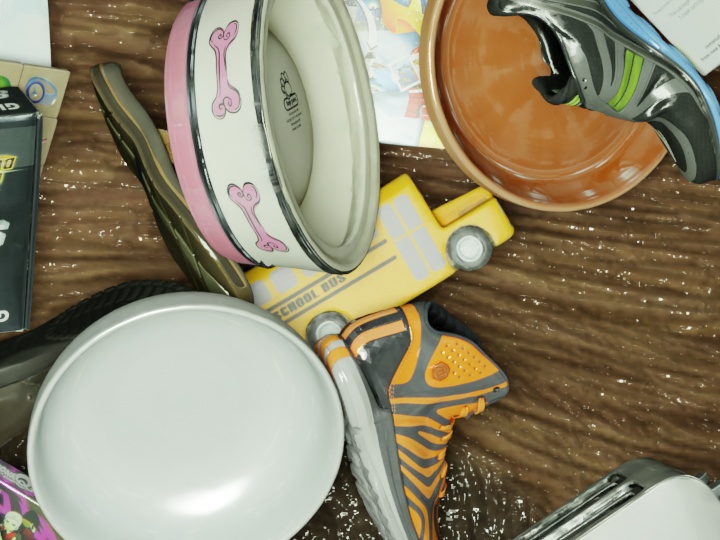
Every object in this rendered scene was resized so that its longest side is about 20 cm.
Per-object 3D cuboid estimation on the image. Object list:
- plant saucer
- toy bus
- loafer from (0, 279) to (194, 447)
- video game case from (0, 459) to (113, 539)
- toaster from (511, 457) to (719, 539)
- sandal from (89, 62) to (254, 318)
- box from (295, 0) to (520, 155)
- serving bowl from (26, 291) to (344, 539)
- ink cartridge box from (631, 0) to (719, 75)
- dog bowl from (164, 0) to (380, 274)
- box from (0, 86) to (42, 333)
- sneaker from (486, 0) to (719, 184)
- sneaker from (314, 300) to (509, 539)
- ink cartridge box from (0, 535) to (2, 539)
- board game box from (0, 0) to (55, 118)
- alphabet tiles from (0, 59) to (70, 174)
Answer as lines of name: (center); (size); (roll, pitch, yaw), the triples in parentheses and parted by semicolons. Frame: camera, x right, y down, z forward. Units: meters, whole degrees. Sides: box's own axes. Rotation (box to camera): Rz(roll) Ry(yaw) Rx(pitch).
plant saucer: (0.127, -0.139, 1.645); (0.199, 0.032, 0.201); (-3, 97, -25)
toy bus: (0.000, 0.000, 1.659); (0.200, 0.065, 0.078); (-32, 91, 0)
loafer: (-0.186, 0.067, 1.653); (0.199, 0.073, 0.072); (-21, 109, 16)
video game case: (-0.275, 0.202, 1.655); (0.200, 0.036, 0.182); (31, 105, -3)
toaster: (0.161, 0.211, 1.616); (0.200, 0.181, 0.119); (-34, 90, -1)
sandal: (-0.113, -0.059, 1.628); (0.054, 0.082, 0.200); (-25, 61, -11)
box: (0.005, -0.153, 1.666); (0.199, 0.038, 0.137); (6, 92, -2)
serving bowl: (-0.112, 0.095, 1.594); (0.199, 0.066, 0.201); (-5, 118, -9)
ink cartridge box: (0.207, -0.249, 1.615); (0.200, 0.087, 0.145); (46, 54, -4)
dog bowl: (-0.055, -0.092, 1.559); (0.073, 0.200, 0.201); (-8, 92, 20)
box: (-0.304, -0.029, 1.591); (0.199, 0.046, 0.160); (-7, 120, -27)
sneaker: (0.156, -0.125, 1.609); (0.200, 0.071, 0.083); (44, 82, -17)
sneaker: (0.050, 0.109, 1.638); (0.112, 0.078, 0.201); (-23, 123, -11)
ink cartridge box: (-0.298, 0.162, 1.563); (0.147, 0.076, 0.201); (-16, 81, 0)
board game box: (-0.298, -0.190, 1.609); (0.199, 0.043, 0.200); (-5, 97, -27)
alphabet tiles: (-0.288, -0.048, 1.623); (0.167, 0.008, 0.201); (6, 114, -32)
